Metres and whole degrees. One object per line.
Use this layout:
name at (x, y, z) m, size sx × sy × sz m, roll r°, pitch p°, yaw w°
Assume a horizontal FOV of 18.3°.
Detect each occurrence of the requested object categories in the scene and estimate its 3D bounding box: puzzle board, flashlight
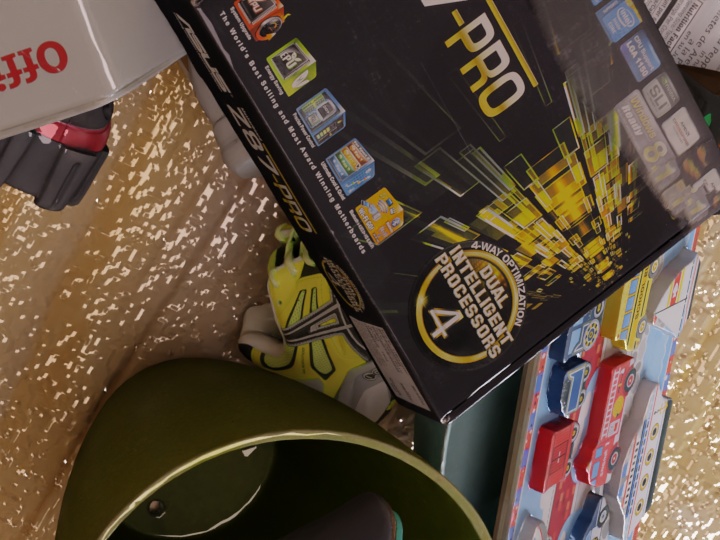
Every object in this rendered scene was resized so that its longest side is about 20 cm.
puzzle board at (0.113, 0.071, 1.054) m, size 0.150 × 0.017 × 0.201 m, roll -20°, pitch 125°, yaw -53°
flashlight at (-0.103, -0.125, 0.939) m, size 0.068 × 0.068 × 0.201 m, roll 33°, pitch 104°, yaw 9°

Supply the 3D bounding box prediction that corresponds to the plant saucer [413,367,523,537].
plant saucer at (0.079, 0.047, 1.034) m, size 0.200 × 0.036 × 0.201 m, roll -37°, pitch 137°, yaw -44°

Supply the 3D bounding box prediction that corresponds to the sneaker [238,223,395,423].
sneaker at (0.000, 0.000, 0.975) m, size 0.076 × 0.076 × 0.200 m, roll 16°, pitch 139°, yaw -9°

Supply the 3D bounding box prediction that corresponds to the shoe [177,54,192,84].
shoe at (-0.005, -0.074, 1.006) m, size 0.199 × 0.053 × 0.070 m, roll 29°, pitch 78°, yaw -28°

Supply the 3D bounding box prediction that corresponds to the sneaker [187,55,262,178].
sneaker at (0.019, -0.112, 0.949) m, size 0.199 × 0.075 × 0.089 m, roll -20°, pitch 80°, yaw -23°

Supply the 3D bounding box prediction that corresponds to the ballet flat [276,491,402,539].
ballet flat at (-0.057, 0.164, 0.841) m, size 0.073 × 0.073 × 0.201 m, roll 24°, pitch 103°, yaw -23°

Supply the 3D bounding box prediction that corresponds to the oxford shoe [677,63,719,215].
oxford shoe at (0.122, -0.060, 0.982) m, size 0.199 × 0.084 × 0.073 m, roll 10°, pitch 102°, yaw -37°

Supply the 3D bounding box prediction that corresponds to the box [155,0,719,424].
box at (0.037, -0.067, 0.866) m, size 0.161 × 0.049 × 0.201 m, roll -37°, pitch 112°, yaw -17°

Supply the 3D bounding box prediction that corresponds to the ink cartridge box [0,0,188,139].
ink cartridge box at (-0.163, -0.151, 0.850) m, size 0.145 × 0.083 × 0.201 m, roll -13°, pitch 104°, yaw 30°

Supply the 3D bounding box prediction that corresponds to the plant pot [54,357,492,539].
plant pot at (-0.056, 0.118, 0.972) m, size 0.186 × 0.200 × 0.188 m, roll -5°, pitch 110°, yaw -15°

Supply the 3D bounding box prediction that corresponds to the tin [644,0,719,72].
tin at (0.102, -0.120, 1.027) m, size 0.199 × 0.042 × 0.112 m, roll 29°, pitch 103°, yaw -24°
